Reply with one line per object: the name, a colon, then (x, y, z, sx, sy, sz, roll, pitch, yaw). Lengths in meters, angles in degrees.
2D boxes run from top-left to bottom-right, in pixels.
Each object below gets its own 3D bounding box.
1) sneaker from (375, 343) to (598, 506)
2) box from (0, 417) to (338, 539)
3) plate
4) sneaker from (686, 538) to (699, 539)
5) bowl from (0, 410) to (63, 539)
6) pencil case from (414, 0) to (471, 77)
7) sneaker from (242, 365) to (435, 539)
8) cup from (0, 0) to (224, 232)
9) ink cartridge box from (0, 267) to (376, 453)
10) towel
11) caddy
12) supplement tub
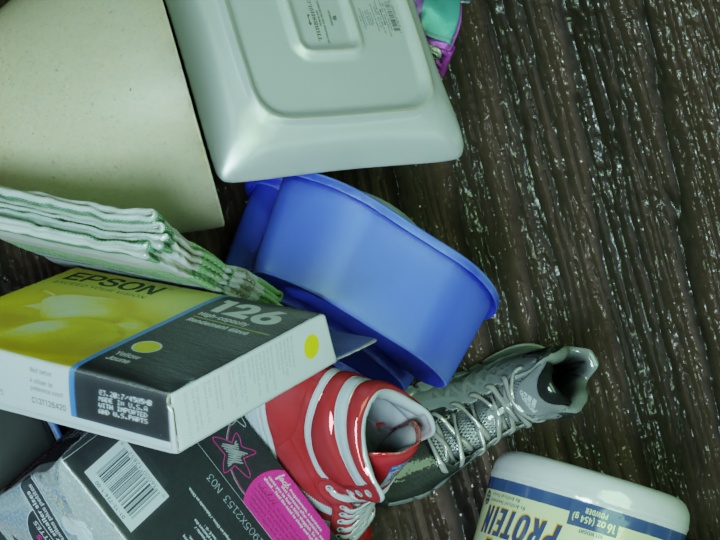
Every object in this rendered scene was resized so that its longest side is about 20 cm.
sneaker: (0.088, 0.098, 1.396, 0.199, 0.115, 0.075, -30, 94, -30)
box: (-0.114, 0.176, 1.227, 0.200, 0.115, 0.132, 52, 48, -5)
plate: (-0.031, -0.162, 1.318, 0.199, 0.032, 0.201, -7, 71, -34)
sneaker: (0.240, 0.267, 1.472, 0.199, 0.080, 0.116, -24, 87, -36)
bowl: (-0.274, 0.143, 1.239, 0.199, 0.039, 0.202, 6, 77, -26)
pencil case: (-0.022, -0.196, 1.413, 0.199, 0.092, 0.086, 17, 106, -22)
sneaker: (-0.001, 0.138, 1.255, 0.071, 0.112, 0.201, -52, 139, -34)
cup: (-0.182, -0.106, 1.271, 0.142, 0.200, 0.202, -16, 87, -3)
ink cartridge box: (-0.125, 0.040, 1.171, 0.200, 0.197, 0.047, -29, 122, -51)
towel: (-0.145, -0.013, 1.225, 0.200, 0.148, 0.031, 31, 72, -66)
caddy: (0.000, 0.000, 1.357, 0.199, 0.141, 0.105, 32, 72, -19)
supplement tub: (0.137, 0.239, 1.367, 0.144, 0.145, 0.201, 19, 83, -23)
